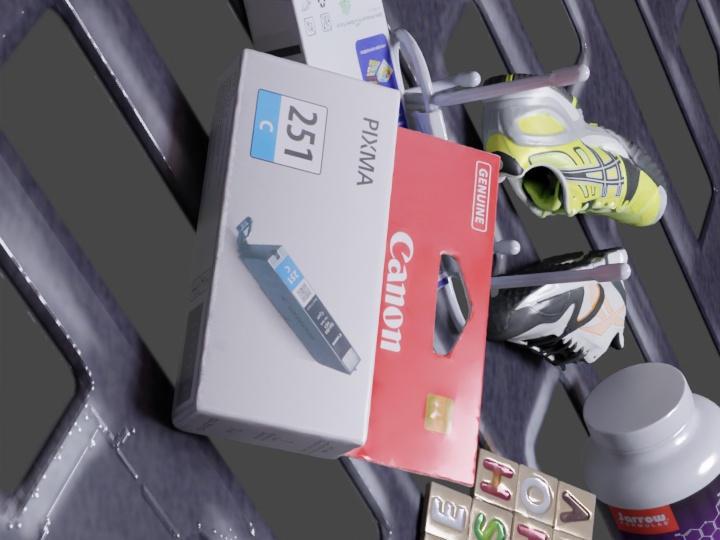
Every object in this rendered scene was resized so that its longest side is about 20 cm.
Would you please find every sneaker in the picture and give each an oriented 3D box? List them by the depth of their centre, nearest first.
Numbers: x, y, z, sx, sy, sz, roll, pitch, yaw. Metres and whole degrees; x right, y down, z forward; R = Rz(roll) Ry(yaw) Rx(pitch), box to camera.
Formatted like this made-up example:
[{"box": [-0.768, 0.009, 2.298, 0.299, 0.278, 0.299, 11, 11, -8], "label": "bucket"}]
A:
[{"box": [0.138, 0.032, 1.218, 0.200, 0.074, 0.080, -12, 96, -58], "label": "sneaker"}, {"box": [0.146, -0.067, 1.266, 0.200, 0.075, 0.076, 27, 67, -42], "label": "sneaker"}]

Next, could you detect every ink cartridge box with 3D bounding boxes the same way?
[{"box": [0.000, 0.000, 0.943, 0.176, 0.045, 0.200, 14, 69, -21], "label": "ink cartridge box"}, {"box": [-0.007, -0.073, 1.038, 0.099, 0.039, 0.200, -26, 104, -58], "label": "ink cartridge box"}]

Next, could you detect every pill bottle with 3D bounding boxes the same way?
[{"box": [0.231, 0.168, 1.301, 0.200, 0.112, 0.112, 63, 36, -28], "label": "pill bottle"}]

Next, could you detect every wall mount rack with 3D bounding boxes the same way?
[{"box": [0.082, -0.055, 1.068, 0.075, 0.174, 0.200, -17, 101, -14], "label": "wall mount rack"}]

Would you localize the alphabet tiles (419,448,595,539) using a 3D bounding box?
[{"box": [0.100, 0.219, 1.111, 0.167, 0.008, 0.200, 24, 61, -27], "label": "alphabet tiles"}]
